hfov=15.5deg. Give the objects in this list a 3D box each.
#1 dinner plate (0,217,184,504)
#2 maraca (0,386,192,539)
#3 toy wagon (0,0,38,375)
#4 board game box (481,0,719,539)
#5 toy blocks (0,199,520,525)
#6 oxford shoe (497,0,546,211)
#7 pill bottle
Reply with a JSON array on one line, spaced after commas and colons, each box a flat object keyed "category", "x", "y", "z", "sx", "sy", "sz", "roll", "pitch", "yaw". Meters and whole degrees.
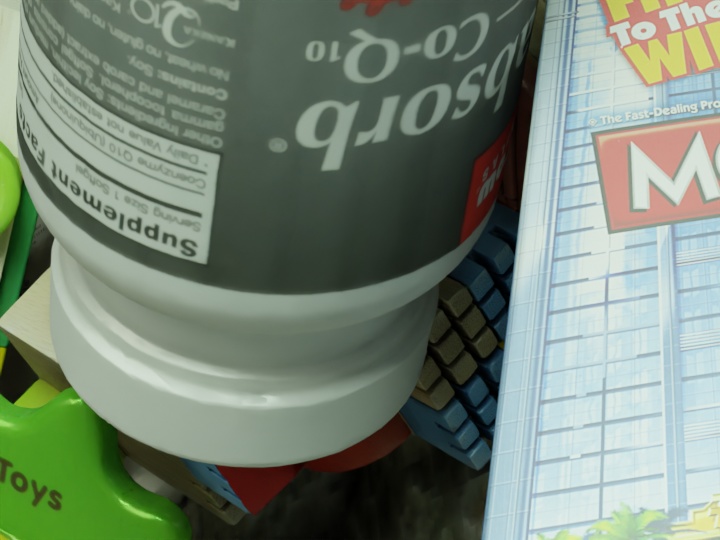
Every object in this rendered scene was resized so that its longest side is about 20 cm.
[{"category": "dinner plate", "x": -0.106, "y": 0.017, "z": 0.880, "sx": 0.200, "sy": 0.024, "sz": 0.200, "roll": -24, "pitch": 51, "yaw": 33}, {"category": "maraca", "x": -0.106, "y": 0.108, "z": 0.729, "sx": 0.137, "sy": 0.107, "sz": 0.200, "roll": 21, "pitch": 121, "yaw": 17}, {"category": "toy wagon", "x": -0.125, "y": 0.007, "z": 0.813, "sx": 0.155, "sy": 0.040, "sz": 0.200, "roll": -101, "pitch": 24, "yaw": -70}, {"category": "board game box", "x": 0.111, "y": -0.011, "z": 0.571, "sx": 0.200, "sy": 0.062, "sz": 0.200, "roll": -9, "pitch": 61, "yaw": 2}, {"category": "toy blocks", "x": 0.000, "y": 0.000, "z": 0.728, "sx": 0.200, "sy": 0.100, "sz": 0.137, "roll": -47, "pitch": 45, "yaw": -15}, {"category": "oxford shoe", "x": 0.025, "y": -0.096, "z": 0.700, "sx": 0.075, "sy": 0.070, "sz": 0.200, "roll": -23, "pitch": 57, "yaw": -17}, {"category": "pill bottle", "x": -0.018, "y": -0.059, "z": 0.591, "sx": 0.116, "sy": 0.116, "sz": 0.200, "roll": -114, "pitch": 24, "yaw": -44}]
